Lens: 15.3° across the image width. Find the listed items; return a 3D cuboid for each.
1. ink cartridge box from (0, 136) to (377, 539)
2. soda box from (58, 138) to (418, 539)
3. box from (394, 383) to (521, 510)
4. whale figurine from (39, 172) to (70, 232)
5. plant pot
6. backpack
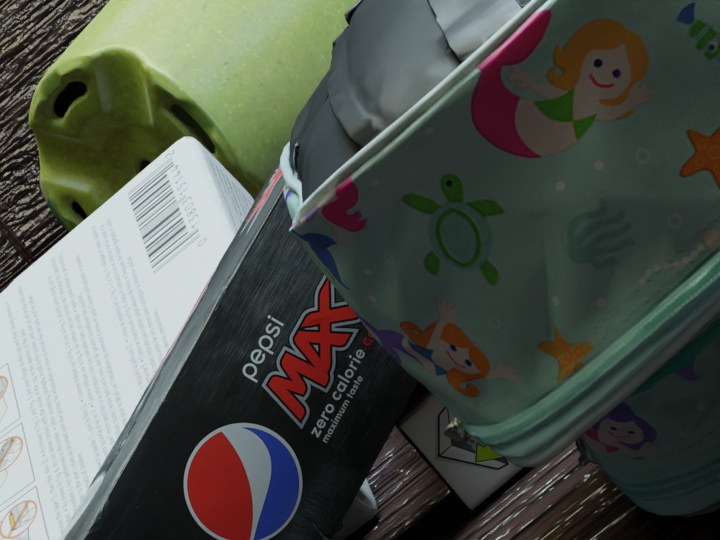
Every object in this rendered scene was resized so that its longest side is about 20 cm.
[{"bbox_3d":[-0.095,0.065,0.924,0.176,0.045,0.200,-38,34,10],"label":"ink cartridge box"},{"bbox_3d":[-0.022,0.031,0.777,0.201,0.063,0.071,-60,7,-11],"label":"soda box"},{"bbox_3d":[0.055,0.008,0.855,0.110,0.035,0.200,-40,8,3],"label":"box"},{"bbox_3d":[-0.177,-0.075,2.275,0.159,0.104,0.200,-37,-16,29],"label":"whale figurine"},{"bbox_3d":[-0.057,-0.090,1.295,0.200,0.201,0.184,-32,9,47],"label":"plant pot"},{"bbox_3d":[0.070,-0.037,0.614,0.177,0.151,0.200,-42,1,5],"label":"backpack"}]
